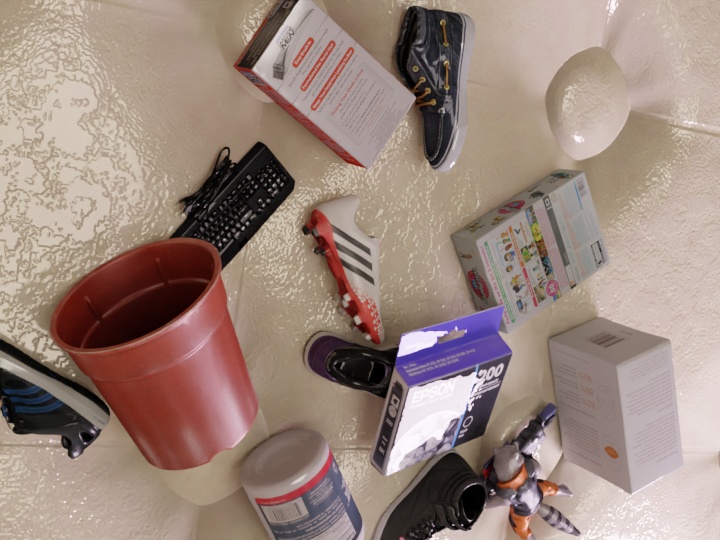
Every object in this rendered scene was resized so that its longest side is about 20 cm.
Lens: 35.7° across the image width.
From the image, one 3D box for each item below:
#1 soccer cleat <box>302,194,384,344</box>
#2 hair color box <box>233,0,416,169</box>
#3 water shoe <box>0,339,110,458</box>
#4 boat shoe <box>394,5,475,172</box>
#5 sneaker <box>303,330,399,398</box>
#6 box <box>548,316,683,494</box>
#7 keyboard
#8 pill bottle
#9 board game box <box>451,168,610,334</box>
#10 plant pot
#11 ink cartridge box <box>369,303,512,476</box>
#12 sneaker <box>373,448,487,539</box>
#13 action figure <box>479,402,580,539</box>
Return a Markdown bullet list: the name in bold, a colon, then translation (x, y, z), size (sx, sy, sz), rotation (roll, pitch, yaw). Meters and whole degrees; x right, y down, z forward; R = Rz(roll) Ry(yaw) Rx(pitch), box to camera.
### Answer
- **soccer cleat**: translation (0.000, 0.000, 1.413), size (0.085, 0.068, 0.202), rotation (-31, 110, -16)
- **hair color box**: translation (-0.040, -0.226, 1.342), size (0.199, 0.064, 0.112), rotation (38, 82, -32)
- **water shoe**: translation (-0.368, 0.142, 1.230), size (0.199, 0.071, 0.079), rotation (37, 84, -30)
- **boat shoe**: translation (0.085, -0.230, 1.413), size (0.090, 0.071, 0.203), rotation (5, 92, -29)
- **sneaker**: translation (0.028, 0.135, 1.444), size (0.198, 0.087, 0.077), rotation (12, 95, -31)
- **box**: translation (0.368, 0.191, 1.613), size (0.105, 0.152, 0.203), rotation (-20, 111, -25)
- **keyboard**: translation (-0.163, -0.062, 1.321), size (0.201, 0.039, 0.104), rotation (-50, 120, -12)
- **pill bottle**: translation (-0.062, 0.314, 1.415), size (0.119, 0.119, 0.202), rotation (-32, 115, -20)
- **board game box**: translation (0.238, -0.029, 1.544), size (0.199, 0.064, 0.149), rotation (-31, 113, -22)
- **plant pot**: translation (-0.214, 0.102, 1.251), size (0.200, 0.200, 0.197), rotation (-32, 123, -20)
- **ink cartridge box**: translation (0.112, 0.155, 1.465), size (0.196, 0.043, 0.202), rotation (-14, 128, -39)
- **sneaker**: translation (0.095, 0.342, 1.522), size (0.071, 0.099, 0.201), rotation (43, 80, -31)
- **action figure**: translation (0.252, 0.298, 1.603), size (0.201, 0.104, 0.194), rotation (-50, 129, -9)
